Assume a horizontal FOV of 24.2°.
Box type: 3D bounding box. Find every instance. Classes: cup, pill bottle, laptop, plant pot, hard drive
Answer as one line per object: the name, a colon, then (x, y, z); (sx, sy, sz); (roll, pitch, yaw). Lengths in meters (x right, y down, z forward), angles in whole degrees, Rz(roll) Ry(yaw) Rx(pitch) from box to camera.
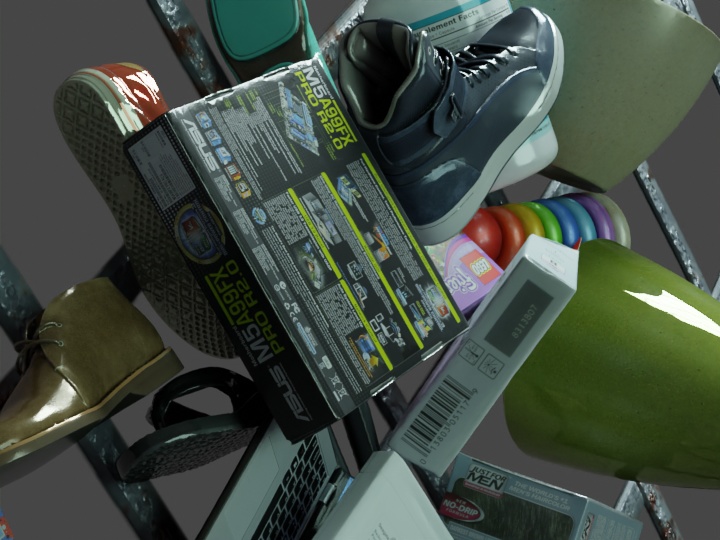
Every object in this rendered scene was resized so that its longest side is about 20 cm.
cup: (0.180, -0.148, 1.381); (0.200, 0.199, 0.144); (21, 89, -49)
pill bottle: (0.070, -0.161, 1.276); (0.111, 0.110, 0.202); (-33, 106, -52)
laptop: (-0.013, 0.194, 1.018); (0.201, 0.115, 0.188); (78, 33, -50)
plant pot: (0.245, 0.093, 1.305); (0.186, 0.199, 0.189); (-25, 125, -42)
hard drive: (-0.004, 0.225, 0.998); (0.200, 0.027, 0.132); (-52, 122, -37)

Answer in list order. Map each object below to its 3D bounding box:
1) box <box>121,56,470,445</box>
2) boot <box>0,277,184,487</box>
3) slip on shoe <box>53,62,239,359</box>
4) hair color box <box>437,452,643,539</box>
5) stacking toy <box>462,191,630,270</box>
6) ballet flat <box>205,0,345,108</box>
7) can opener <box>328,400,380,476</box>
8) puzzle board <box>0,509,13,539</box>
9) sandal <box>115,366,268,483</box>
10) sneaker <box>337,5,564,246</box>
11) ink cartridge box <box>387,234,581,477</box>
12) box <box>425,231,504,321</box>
box: (-0.034, -0.017, 1.007); (0.160, 0.044, 0.201); (-31, 91, -53)
boot: (-0.172, 0.062, 0.916); (0.076, 0.073, 0.200); (59, 25, -4)
slip on shoe: (-0.114, -0.038, 1.023); (0.061, 0.074, 0.201); (-41, 107, -47)
hair color box: (0.131, 0.184, 1.204); (0.200, 0.098, 0.061); (34, 74, -66)
stacking toy: (0.130, -0.026, 1.352); (0.199, 0.085, 0.086); (2, 77, -47)
ballet flat: (-0.054, -0.138, 1.138); (0.070, 0.067, 0.202); (49, 20, -76)
can opener: (-0.002, 0.144, 1.140); (0.063, 0.079, 0.201); (-27, 101, -13)
puzzle board: (-0.261, 0.086, 0.831); (0.151, 0.017, 0.201); (-40, 111, -51)
sandal: (-0.090, 0.086, 1.027); (0.048, 0.075, 0.200); (60, 27, 9)
sneaker: (0.063, -0.139, 1.136); (0.203, 0.076, 0.147); (-59, 136, -27)
ink cartridge box: (0.092, 0.046, 1.190); (0.057, 0.163, 0.200); (34, 14, -3)
box: (0.000, 0.000, 1.135); (0.137, 0.039, 0.200); (44, 35, 12)
